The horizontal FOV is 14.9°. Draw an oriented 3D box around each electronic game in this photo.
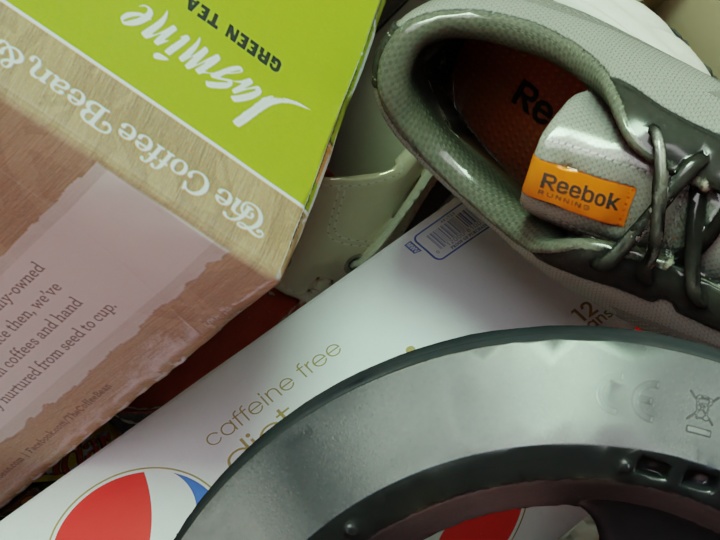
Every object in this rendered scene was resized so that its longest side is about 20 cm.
[{"bbox_3d":[0.045,0.107,0.625,0.200,0.042,0.200,1,109,2],"label":"electronic game"}]

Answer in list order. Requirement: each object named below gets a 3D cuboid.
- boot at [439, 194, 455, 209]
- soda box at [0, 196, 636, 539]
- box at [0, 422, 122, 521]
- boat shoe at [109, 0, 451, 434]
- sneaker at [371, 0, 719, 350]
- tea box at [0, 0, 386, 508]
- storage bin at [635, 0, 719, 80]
[{"bbox_3d":[0.000,0.000,0.813,0.096,0.074,0.200,16,83,34],"label":"boot"},{"bbox_3d":[-0.023,0.068,0.687,0.200,0.068,0.064,-35,52,-14],"label":"soda box"},{"bbox_3d":[-0.147,0.100,0.753,0.200,0.038,0.137,-5,49,-5],"label":"box"},{"bbox_3d":[-0.006,-0.030,0.747,0.200,0.063,0.071,-45,65,7],"label":"boat shoe"},{"bbox_3d":[0.084,-0.006,0.626,0.200,0.079,0.074,31,107,27],"label":"sneaker"},{"bbox_3d":[-0.098,-0.057,0.713,0.134,0.200,0.197,35,48,-17],"label":"tea box"},{"bbox_3d":[0.192,-0.012,0.683,0.198,0.094,0.200,-22,78,12],"label":"storage bin"}]
